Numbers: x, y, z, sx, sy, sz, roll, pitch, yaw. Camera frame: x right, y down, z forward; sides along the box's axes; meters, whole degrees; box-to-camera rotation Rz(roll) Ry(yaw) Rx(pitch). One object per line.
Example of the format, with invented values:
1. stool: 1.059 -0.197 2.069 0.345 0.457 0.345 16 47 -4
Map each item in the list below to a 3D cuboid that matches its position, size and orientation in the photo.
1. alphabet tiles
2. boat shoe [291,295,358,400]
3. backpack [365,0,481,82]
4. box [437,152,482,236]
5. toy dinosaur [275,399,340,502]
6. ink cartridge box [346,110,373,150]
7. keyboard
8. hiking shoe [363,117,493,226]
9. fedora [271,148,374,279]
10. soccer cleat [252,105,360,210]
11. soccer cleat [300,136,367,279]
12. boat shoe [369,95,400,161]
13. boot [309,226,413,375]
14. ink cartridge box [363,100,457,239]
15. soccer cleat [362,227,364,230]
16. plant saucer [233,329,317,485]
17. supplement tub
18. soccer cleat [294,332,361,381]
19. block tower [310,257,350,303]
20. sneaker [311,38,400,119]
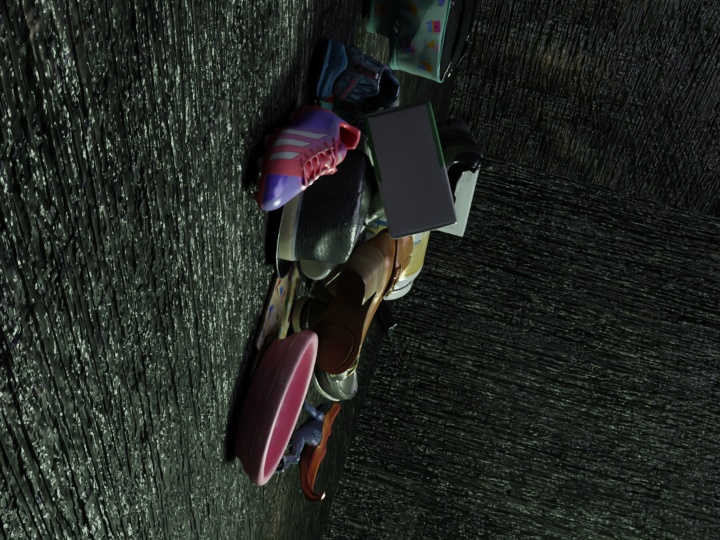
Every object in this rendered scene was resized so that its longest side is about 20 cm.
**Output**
1. alphabet tiles: -0.109 0.069 1.440 0.200 0.006 0.169 85 20 -75
2. boat shoe: -0.038 0.119 1.592 0.072 0.060 0.203 -63 146 -35
3. backpack: 0.089 -0.366 1.520 0.177 0.151 0.202 -66 160 -47
4. box: 0.106 -0.159 2.001 0.041 0.197 0.158 -64 168 -54
5. toy dinosaur: -0.074 0.247 1.606 0.180 0.200 0.106 -17 147 -46
6. ink cartridge box: -0.025 -0.127 1.552 0.109 0.050 0.203 70 36 -81
7. keyboard: 0.000 0.000 1.638 0.202 0.020 0.127 62 -14 15
8. hiking shoe: 0.078 -0.114 1.500 0.199 0.101 0.076 -38 150 10
9. fedora: -0.038 -0.078 1.306 0.201 0.090 0.204 15 90 -84
10. soccer cleat: -0.054 -0.115 1.138 0.201 0.075 0.068 -66 170 -61
11. soccer cleat: -0.026 -0.081 1.443 0.077 0.068 0.203 36 65 -61
12. boat shoe: 0.046 -0.176 1.553 0.201 0.061 0.074 96 12 -54
13. boot: 0.004 0.033 1.501 0.155 0.076 0.202 -45 154 -49
14. ink cartridge box: 0.059 -0.128 1.367 0.200 0.083 0.148 -79 156 -81
15. soccer cleat: -0.005 -0.115 1.707 0.202 0.068 0.078 103 8 -47
16. plant saucer: -0.110 0.168 1.416 0.200 0.050 0.204 19 89 -84
17. supplement tub: 0.049 -0.065 1.965 0.145 0.142 0.202 -68 171 -51
18. soccer cleat: -0.075 0.131 1.680 0.199 0.085 0.071 27 72 -61
19. block tower: -0.032 0.025 1.625 0.054 0.058 0.200 -42 177 -9
20. sneaker: -0.001 -0.210 1.327 0.200 0.094 0.081 5 100 -84
